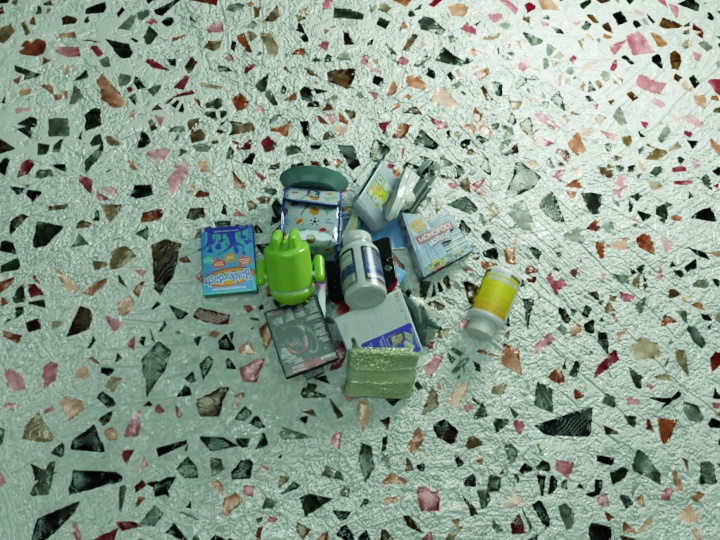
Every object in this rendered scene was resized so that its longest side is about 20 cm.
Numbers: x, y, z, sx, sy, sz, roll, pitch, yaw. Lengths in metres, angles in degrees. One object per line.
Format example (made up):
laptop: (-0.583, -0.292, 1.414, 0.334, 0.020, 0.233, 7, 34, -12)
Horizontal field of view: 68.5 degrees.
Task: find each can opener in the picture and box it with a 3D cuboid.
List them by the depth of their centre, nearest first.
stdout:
can opener: (0.183, -0.263, 1.646, 0.067, 0.053, 0.200, 24, 70, 36)

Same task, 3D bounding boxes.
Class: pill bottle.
pill bottle: (0.002, -0.007, 1.401, 0.111, 0.111, 0.200, -4, 53, -6)
pill bottle: (0.379, 0.096, 1.520, 0.109, 0.109, 0.200, 26, 73, 3)

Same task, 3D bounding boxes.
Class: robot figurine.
robot figurine: (-0.180, -0.001, 1.334, 0.175, 0.116, 0.201, -6, 112, 0)

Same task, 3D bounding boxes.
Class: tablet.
tablet: (0.042, -0.119, 1.601, 0.199, 0.014, 0.131, -5, 74, -8)

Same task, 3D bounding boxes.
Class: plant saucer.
plant saucer: (-0.134, -0.241, 1.522, 0.199, 0.200, 0.036, 4, 73, -4)

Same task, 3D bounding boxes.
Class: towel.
towel: (0.057, 0.279, 1.438, 0.199, 0.036, 0.149, 5, 100, -12)

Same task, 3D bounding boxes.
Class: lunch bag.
lunch bag: (-0.135, -0.140, 1.450, 0.169, 0.124, 0.201, 5, 62, -5)

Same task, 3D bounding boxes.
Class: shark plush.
shark plush: (0.153, 0.121, 1.486, 0.083, 0.091, 0.200, -35, 113, 11)

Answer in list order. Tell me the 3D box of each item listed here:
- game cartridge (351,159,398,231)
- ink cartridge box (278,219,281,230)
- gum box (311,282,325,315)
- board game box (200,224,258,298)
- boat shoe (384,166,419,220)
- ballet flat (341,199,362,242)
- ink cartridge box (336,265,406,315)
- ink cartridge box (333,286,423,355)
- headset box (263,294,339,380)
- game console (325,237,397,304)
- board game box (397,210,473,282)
game cartridge: (0.057, -0.217, 1.571, 0.133, 0.040, 0.200, 50, 52, -29)
ink cartridge box: (-0.168, -0.087, 1.535, 0.145, 0.083, 0.201, 9, 73, -2)
gum box: (-0.154, 0.126, 1.482, 0.113, 0.066, 0.201, 1, 74, -6)
board game box: (-0.377, -0.027, 1.518, 0.152, 0.045, 0.201, -6, 75, -7)
boat shoe: (0.130, -0.217, 1.560, 0.070, 0.071, 0.200, 29, 54, -10)
ballet flat: (-0.018, -0.164, 1.570, 0.069, 0.070, 0.201, 17, 69, 0)
ink cartridge box: (0.030, 0.063, 1.518, 0.116, 0.067, 0.200, 33, 74, 5)
ink cartridge box: (0.049, 0.173, 1.454, 0.199, 0.043, 0.199, -23, 105, -7)
headset box: (-0.152, 0.185, 1.390, 0.148, 0.075, 0.201, -19, 77, -11)
game console: (0.000, 0.000, 1.483, 0.199, 0.031, 0.177, -16, 56, 10)
board game box: (0.210, -0.100, 1.578, 0.200, 0.062, 0.200, -28, 80, -16)
